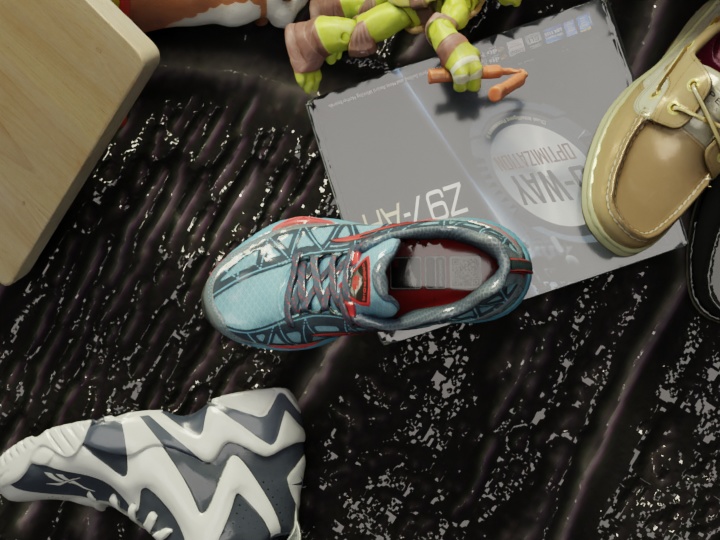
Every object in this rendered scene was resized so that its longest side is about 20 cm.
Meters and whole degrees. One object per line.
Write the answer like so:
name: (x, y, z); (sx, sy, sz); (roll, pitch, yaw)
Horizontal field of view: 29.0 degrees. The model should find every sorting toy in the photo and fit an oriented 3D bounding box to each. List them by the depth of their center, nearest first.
sorting toy: (-0.224, -0.133, 0.847); (0.200, 0.070, 0.199); (44, 124, 5)

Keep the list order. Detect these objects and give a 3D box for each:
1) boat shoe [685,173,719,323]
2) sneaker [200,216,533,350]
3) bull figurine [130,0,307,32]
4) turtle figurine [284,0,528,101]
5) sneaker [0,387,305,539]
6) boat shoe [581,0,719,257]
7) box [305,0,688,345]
boat shoe: (0.259, -0.061, 0.841); (0.073, 0.063, 0.203); (28, 93, 1)
sneaker: (0.000, 0.000, 0.802); (0.197, 0.096, 0.080); (-9, 87, 5)
bull figurine: (-0.126, -0.198, 0.879); (0.198, 0.065, 0.123); (-12, 86, 4)
turtle figurine: (0.036, -0.153, 0.821); (0.160, 0.201, 0.065); (-13, 129, 24)
sneaker: (-0.125, 0.154, 0.861); (0.197, 0.080, 0.131); (-10, 79, -5)
boat shoe: (0.197, -0.097, 0.810); (0.074, 0.066, 0.201); (38, 70, -11)
box: (0.083, -0.059, 0.866); (0.198, 0.044, 0.162); (-18, 87, 5)
